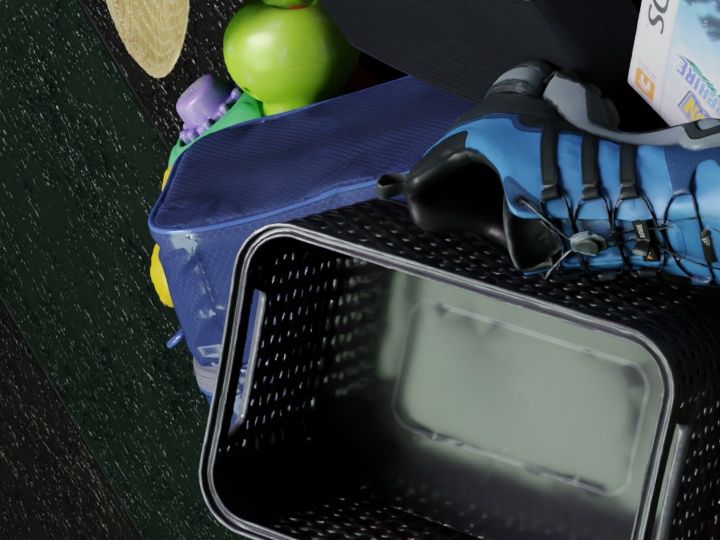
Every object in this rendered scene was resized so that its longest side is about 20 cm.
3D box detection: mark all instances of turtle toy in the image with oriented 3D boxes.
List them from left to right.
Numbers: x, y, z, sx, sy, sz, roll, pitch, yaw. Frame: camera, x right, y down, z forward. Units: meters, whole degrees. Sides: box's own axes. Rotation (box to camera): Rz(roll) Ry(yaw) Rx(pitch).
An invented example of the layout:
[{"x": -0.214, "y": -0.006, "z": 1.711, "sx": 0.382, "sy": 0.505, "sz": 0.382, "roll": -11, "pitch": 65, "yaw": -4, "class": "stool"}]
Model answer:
[{"x": -0.037, "y": -0.065, "z": 1.490, "sx": 0.200, "sy": 0.146, "sz": 0.101, "roll": 104, "pitch": 154, "yaw": -59, "class": "turtle toy"}]

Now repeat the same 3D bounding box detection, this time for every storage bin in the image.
[{"x": 0.047, "y": 0.059, "z": 1.215, "sx": 0.200, "sy": 0.094, "sz": 0.135, "roll": 17, "pitch": 105, "yaw": 24, "class": "storage bin"}]

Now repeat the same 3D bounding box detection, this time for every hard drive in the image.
[{"x": 0.040, "y": -0.121, "z": 1.273, "sx": 0.200, "sy": 0.042, "sz": 0.135, "roll": 24, "pitch": 160, "yaw": 44, "class": "hard drive"}]

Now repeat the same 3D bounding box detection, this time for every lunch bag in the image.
[{"x": 0.000, "y": 0.000, "z": 1.366, "sx": 0.136, "sy": 0.200, "sz": 0.132, "roll": -71, "pitch": -36, "yaw": -64, "class": "lunch bag"}]

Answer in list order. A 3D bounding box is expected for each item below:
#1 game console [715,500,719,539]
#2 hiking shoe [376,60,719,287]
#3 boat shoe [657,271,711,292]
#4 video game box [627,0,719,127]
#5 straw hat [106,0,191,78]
[{"x": 0.165, "y": 0.160, "z": 1.300, "sx": 0.172, "sy": 0.119, "sz": 0.200, "roll": 24, "pitch": 147, "yaw": -18, "class": "game console"}, {"x": 0.101, "y": -0.018, "z": 1.156, "sx": 0.200, "sy": 0.087, "sz": 0.074, "roll": 21, "pitch": 140, "yaw": 48, "class": "hiking shoe"}, {"x": 0.149, "y": 0.069, "z": 1.310, "sx": 0.073, "sy": 0.063, "sz": 0.200, "roll": 4, "pitch": 121, "yaw": 45, "class": "boat shoe"}, {"x": 0.184, "y": -0.072, "z": 1.096, "sx": 0.200, "sy": 0.047, "sz": 0.182, "roll": 49, "pitch": 158, "yaw": 28, "class": "video game box"}, {"x": -0.078, "y": -0.201, "z": 1.460, "sx": 0.201, "sy": 0.085, "sz": 0.201, "roll": 169, "pitch": 90, "yaw": -71, "class": "straw hat"}]
